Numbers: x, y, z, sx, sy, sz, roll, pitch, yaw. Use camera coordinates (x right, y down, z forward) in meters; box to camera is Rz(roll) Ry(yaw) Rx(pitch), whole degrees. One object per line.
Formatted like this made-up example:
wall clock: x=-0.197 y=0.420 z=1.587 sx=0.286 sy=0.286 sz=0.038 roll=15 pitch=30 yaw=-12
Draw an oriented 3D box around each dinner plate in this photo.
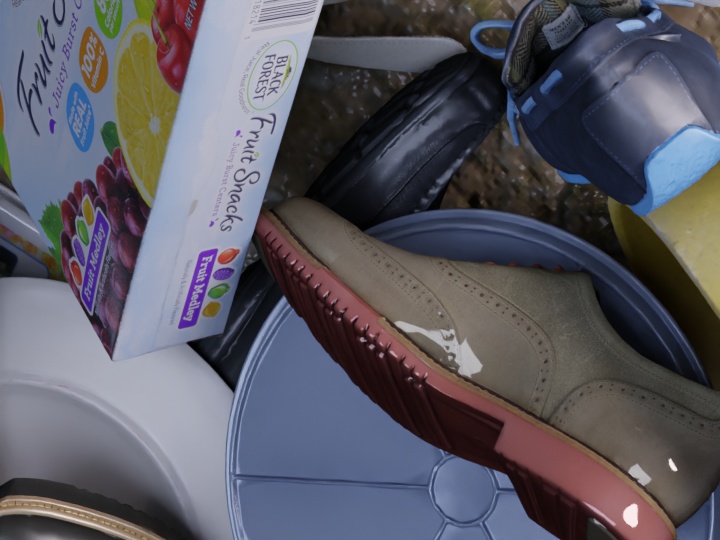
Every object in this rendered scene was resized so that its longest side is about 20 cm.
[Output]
dinner plate: x=-0.121 y=0.098 z=1.153 sx=0.199 sy=0.024 sz=0.201 roll=10 pitch=118 yaw=19

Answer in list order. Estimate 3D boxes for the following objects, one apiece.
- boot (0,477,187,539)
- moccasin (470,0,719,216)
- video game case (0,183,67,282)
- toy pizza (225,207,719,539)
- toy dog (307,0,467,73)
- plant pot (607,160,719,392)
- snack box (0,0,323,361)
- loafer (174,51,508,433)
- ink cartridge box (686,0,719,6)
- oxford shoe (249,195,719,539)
boot: x=-0.079 y=0.181 z=1.081 sx=0.077 sy=0.139 sz=0.200 roll=-33 pitch=122 yaw=26
moccasin: x=0.086 y=-0.074 z=0.989 sx=0.080 sy=0.200 sz=0.068 roll=-41 pitch=100 yaw=-2
video game case: x=-0.205 y=0.040 z=1.207 sx=0.181 sy=0.024 sz=0.201 roll=32 pitch=111 yaw=7
toy pizza: x=0.043 y=0.077 z=1.051 sx=0.199 sy=0.032 sz=0.202 roll=2 pitch=96 yaw=25
toy dog: x=0.007 y=-0.132 z=1.068 sx=0.199 sy=0.096 sz=0.133 roll=-15 pitch=103 yaw=36
plant pot: x=0.196 y=0.023 z=0.994 sx=0.142 sy=0.200 sz=0.201 roll=-31 pitch=94 yaw=-1
snack box: x=-0.078 y=-0.088 z=1.009 sx=0.143 sy=0.053 sz=0.201 roll=59 pitch=146 yaw=33
loafer: x=0.000 y=0.000 z=1.107 sx=0.070 sy=0.068 sz=0.201 roll=38 pitch=118 yaw=-3
ink cartridge box: x=0.096 y=-0.207 z=0.952 sx=0.145 sy=0.085 sz=0.201 roll=21 pitch=74 yaw=12
oxford shoe: x=0.046 y=0.025 z=1.003 sx=0.200 sy=0.071 sz=0.075 roll=37 pitch=76 yaw=24
